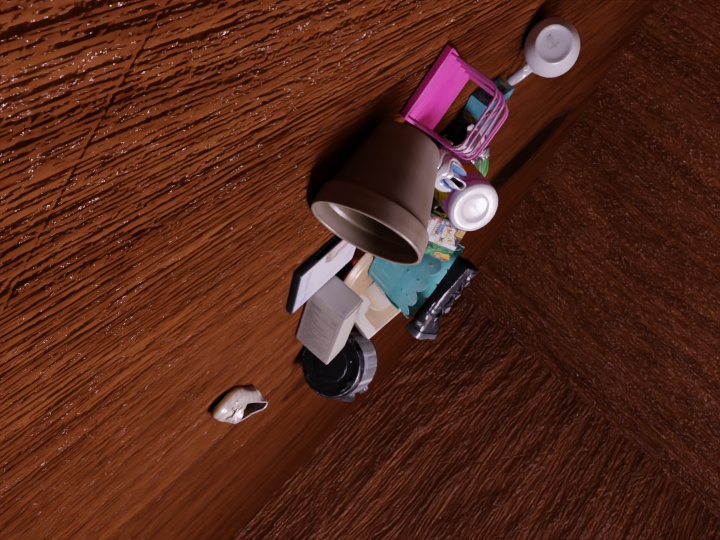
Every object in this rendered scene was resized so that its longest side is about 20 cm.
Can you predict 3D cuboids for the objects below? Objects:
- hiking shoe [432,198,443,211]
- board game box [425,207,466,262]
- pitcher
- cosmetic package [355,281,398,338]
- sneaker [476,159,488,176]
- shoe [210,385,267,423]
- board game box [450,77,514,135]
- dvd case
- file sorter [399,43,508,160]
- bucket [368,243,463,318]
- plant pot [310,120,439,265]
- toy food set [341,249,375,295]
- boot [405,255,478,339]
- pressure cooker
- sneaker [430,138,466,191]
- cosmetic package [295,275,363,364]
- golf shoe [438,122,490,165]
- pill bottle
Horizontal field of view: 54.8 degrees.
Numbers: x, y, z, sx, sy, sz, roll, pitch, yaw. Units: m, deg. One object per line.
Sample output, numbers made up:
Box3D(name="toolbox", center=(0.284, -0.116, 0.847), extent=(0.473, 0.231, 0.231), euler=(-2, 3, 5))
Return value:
Box3D(name="hiking shoe", center=(0.207, -0.179, 1.675), extent=(0.200, 0.100, 0.076), euler=(-47, 160, -10))
Box3D(name="board game box", center=(0.110, -0.091, 1.414), extent=(0.106, 0.195, 0.024), euler=(118, -10, -46))
Box3D(name="pitcher", center=(0.406, -0.480, 1.562), extent=(0.170, 0.122, 0.200), euler=(-38, -178, 15))
Box3D(name="cosmetic package", center=(0.059, 0.065, 1.728), extent=(0.199, 0.106, 0.071), euler=(-41, -174, -7))
Box3D(name="sneaker", center=(0.269, -0.236, 1.817), extent=(0.201, 0.074, 0.084), euler=(-49, 171, -8))
Box3D(name="shoe", center=(-0.255, 0.288, 1.489), extent=(0.070, 0.053, 0.200), euler=(-52, 167, 9))
Box3D(name="board game box", center=(0.259, -0.327, 1.592), extent=(0.150, 0.047, 0.202), euler=(-39, 163, -44))
Box3D(name="dvd case", center=(-0.069, -0.011, 1.386), extent=(0.200, 0.017, 0.144), euler=(-43, 166, -32))
Box3D(name="file sorter", center=(0.180, -0.286, 1.247), extent=(0.140, 0.125, 0.199), euler=(-53, 167, 14))
Box3D(name="bucket", center=(0.121, -0.014, 1.561), extent=(0.208, 0.134, 0.208), euler=(-47, 167, -14))
Box3D(name="plant pot", center=(0.042, -0.133, 1.115), extent=(0.200, 0.196, 0.177), euler=(81, 34, -73))
Box3D(name="toy food set", center=(0.000, 0.000, 1.593), extent=(0.197, 0.048, 0.202), euler=(-39, 162, -45))
Box3D(name="boot", center=(0.194, 0.060, 1.590), extent=(0.202, 0.065, 0.164), euler=(-57, 168, 12))
Box3D(name="pressure cooker", center=(-0.045, 0.237, 1.793), extent=(0.177, 0.179, 0.199), euler=(-49, 165, 10))
Box3D(name="sneaker", center=(0.137, -0.188, 1.319), extent=(0.081, 0.146, 0.200), euler=(-49, 167, 1))
Box3D(name="cosmetic package", center=(-0.071, 0.107, 1.522), extent=(0.071, 0.105, 0.201), euler=(-42, 166, -35))
Box3D(name="golf shoe", center=(0.184, -0.249, 1.519), extent=(0.198, 0.095, 0.079), euler=(-34, -147, 15))
Box3D(name="pill bottle", center=(0.193, -0.174, 1.396), extent=(0.101, 0.202, 0.106), euler=(-8, 126, -12))
